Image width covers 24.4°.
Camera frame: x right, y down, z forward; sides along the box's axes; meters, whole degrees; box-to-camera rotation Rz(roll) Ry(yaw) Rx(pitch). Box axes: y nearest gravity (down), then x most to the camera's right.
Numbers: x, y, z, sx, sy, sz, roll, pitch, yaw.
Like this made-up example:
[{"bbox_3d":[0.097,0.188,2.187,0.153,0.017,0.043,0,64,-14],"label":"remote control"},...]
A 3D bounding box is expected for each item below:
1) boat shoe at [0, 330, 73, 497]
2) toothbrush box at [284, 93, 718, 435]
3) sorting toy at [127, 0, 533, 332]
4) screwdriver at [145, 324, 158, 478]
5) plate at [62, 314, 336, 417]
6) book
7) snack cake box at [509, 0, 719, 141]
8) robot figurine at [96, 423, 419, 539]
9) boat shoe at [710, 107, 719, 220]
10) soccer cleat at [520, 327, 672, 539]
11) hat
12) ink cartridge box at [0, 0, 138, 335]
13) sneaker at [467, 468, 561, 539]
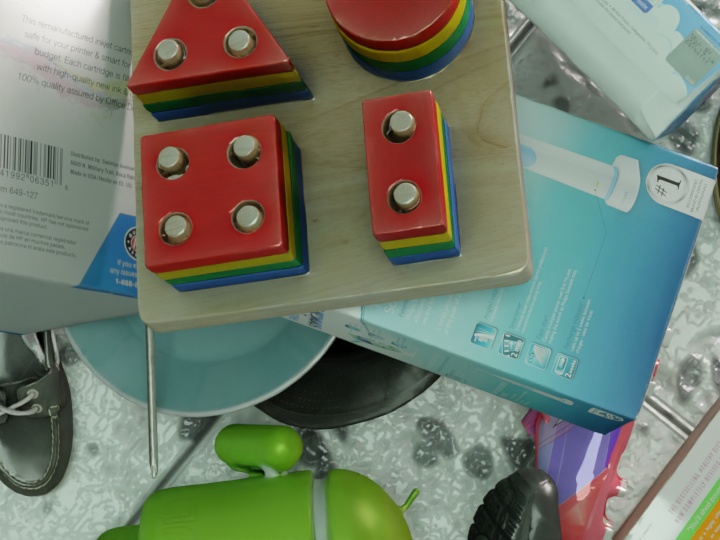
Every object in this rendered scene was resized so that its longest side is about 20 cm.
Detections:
[{"bbox_3d":[-0.220,0.042,1.028,0.067,0.057,0.200,-8,85,2],"label":"boat shoe"},{"bbox_3d":[0.070,-0.015,0.900,0.200,0.085,0.147,19,78,0],"label":"toothbrush box"},{"bbox_3d":[-0.026,-0.084,0.837,0.200,0.070,0.199,-8,71,11],"label":"sorting toy"},{"bbox_3d":[-0.119,0.018,0.955,0.029,0.028,0.200,-21,70,43],"label":"screwdriver"},{"bbox_3d":[-0.089,-0.013,0.981,0.200,0.026,0.200,-3,81,18],"label":"plate"},{"bbox_3d":[0.273,0.173,1.007,0.200,0.048,0.134,38,85,4],"label":"book"},{"bbox_3d":[0.156,-0.138,0.952,0.115,0.200,0.067,45,104,5],"label":"snack cake box"},{"bbox_3d":[-0.058,0.180,0.982,0.200,0.116,0.176,-7,92,1],"label":"robot figurine"},{"bbox_3d":[0.266,-0.114,1.013,0.072,0.072,0.200,19,87,4],"label":"boat shoe"},{"bbox_3d":[0.139,0.071,1.011,0.076,0.067,0.200,15,89,8],"label":"soccer cleat"},{"bbox_3d":[0.000,0.000,1.006,0.200,0.081,0.201,-3,80,17],"label":"hat"},{"bbox_3d":[-0.197,-0.078,0.924,0.145,0.147,0.200,-11,74,41],"label":"ink cartridge box"},{"bbox_3d":[0.109,0.208,0.987,0.091,0.076,0.200,-1,112,-9],"label":"sneaker"}]
